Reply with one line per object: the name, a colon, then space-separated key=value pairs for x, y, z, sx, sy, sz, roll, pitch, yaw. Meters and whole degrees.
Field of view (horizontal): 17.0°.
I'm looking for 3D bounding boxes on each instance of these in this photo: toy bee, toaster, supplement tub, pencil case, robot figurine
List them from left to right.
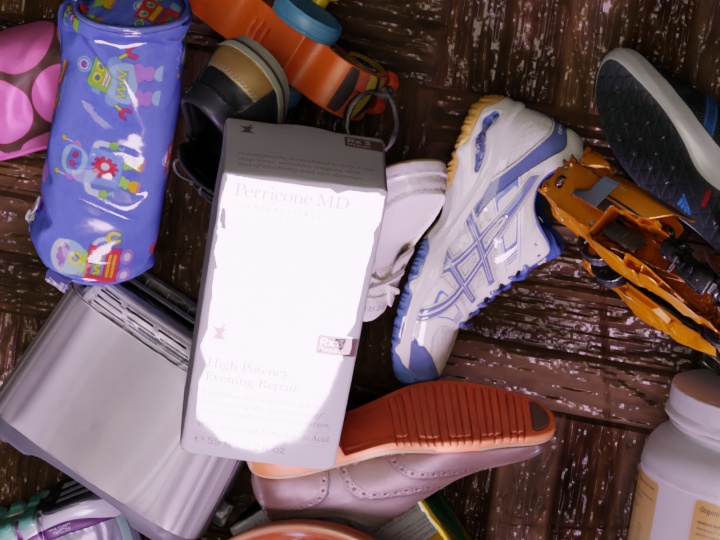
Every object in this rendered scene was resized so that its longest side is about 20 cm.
pencil case: x=-0.217 y=-0.115 z=1.579 sx=0.199 sy=0.091 sz=0.094 roll=-13 pitch=93 yaw=11
pencil case: x=-0.159 y=-0.086 z=1.504 sx=0.087 sy=0.078 sz=0.200 roll=11 pitch=119 yaw=-3
toaster: x=-0.151 y=0.080 z=1.591 sx=0.200 sy=0.114 sz=0.129 roll=34 pitch=101 yaw=4
toy bee: x=-0.032 y=-0.128 z=1.546 sx=0.131 sy=0.109 sz=0.200 roll=-36 pitch=68 yaw=24
robot figurine: x=0.202 y=0.007 z=1.469 sx=0.058 sy=0.145 sz=0.200 roll=-48 pitch=53 yaw=-8
supplement tub: x=0.241 y=0.174 z=1.516 sx=0.144 sy=0.145 sz=0.201 roll=10 pitch=102 yaw=9

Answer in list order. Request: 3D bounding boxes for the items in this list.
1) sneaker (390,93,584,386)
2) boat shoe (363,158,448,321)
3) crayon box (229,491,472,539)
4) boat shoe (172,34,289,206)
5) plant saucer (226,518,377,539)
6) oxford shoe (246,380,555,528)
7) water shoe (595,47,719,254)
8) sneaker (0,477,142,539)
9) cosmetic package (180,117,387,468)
sneaker: x=0.082 y=-0.009 z=1.549 sx=0.088 sy=0.075 sz=0.200 roll=21 pitch=105 yaw=4
boat shoe: x=0.000 y=0.000 z=1.528 sx=0.200 sy=0.071 sz=0.069 roll=-46 pitch=53 yaw=47
crayon box: x=0.021 y=0.217 z=1.614 sx=0.126 sy=0.052 sz=0.200 roll=-33 pitch=92 yaw=15
boat shoe: x=-0.083 y=-0.069 z=1.520 sx=0.075 sy=0.200 sz=0.062 roll=38 pitch=65 yaw=18
plant saucer: x=-0.032 y=0.258 z=1.551 sx=0.200 sy=0.032 sz=0.201 roll=3 pitch=100 yaw=16
oxford shoe: x=0.028 y=0.122 z=1.547 sx=0.199 sy=0.071 sz=0.073 roll=-6 pitch=120 yaw=6
water shoe: x=0.230 y=-0.068 z=1.519 sx=0.200 sy=0.079 sz=0.072 roll=50 pitch=145 yaw=18
sneaker: x=-0.241 y=0.209 z=1.654 sx=0.200 sy=0.074 sz=0.088 roll=-19 pitch=106 yaw=16
cosmetic package: x=-0.048 y=0.016 z=1.457 sx=0.101 sy=0.074 sz=0.200 roll=6 pitch=121 yaw=-6
